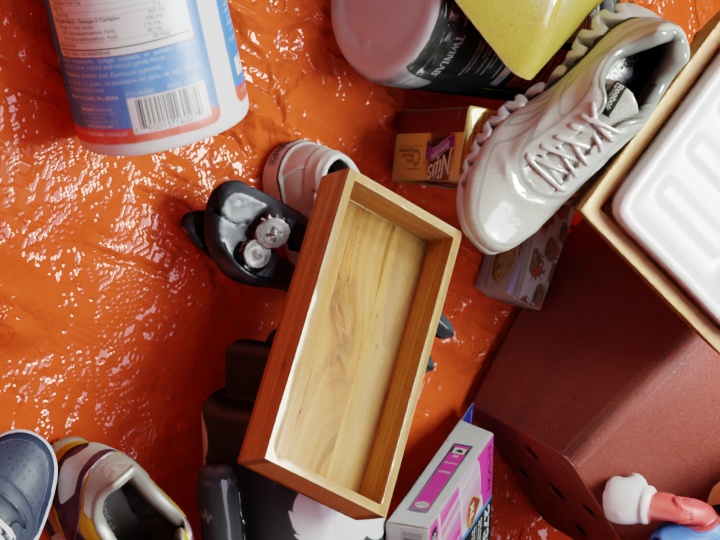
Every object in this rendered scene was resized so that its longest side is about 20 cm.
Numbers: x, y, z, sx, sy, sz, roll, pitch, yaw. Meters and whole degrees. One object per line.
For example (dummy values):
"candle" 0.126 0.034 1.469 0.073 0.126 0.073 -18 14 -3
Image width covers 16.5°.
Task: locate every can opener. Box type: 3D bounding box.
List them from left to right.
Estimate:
"can opener" -0.022 0.002 1.642 0.199 0.079 0.064 27 95 -17

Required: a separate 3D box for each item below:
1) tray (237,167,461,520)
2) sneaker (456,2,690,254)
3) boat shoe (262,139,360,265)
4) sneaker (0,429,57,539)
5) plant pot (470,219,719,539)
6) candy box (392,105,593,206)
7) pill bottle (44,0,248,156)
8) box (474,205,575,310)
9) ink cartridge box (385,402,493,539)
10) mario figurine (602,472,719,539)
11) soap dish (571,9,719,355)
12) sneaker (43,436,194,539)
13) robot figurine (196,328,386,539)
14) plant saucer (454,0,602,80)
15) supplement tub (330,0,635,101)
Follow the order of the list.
"tray" -0.005 0.047 1.587 0.098 0.037 0.201 29 65 -30
"sneaker" 0.139 -0.093 1.633 0.075 0.081 0.200 42 84 -21
"boat shoe" 0.000 0.000 1.707 0.072 0.066 0.201 -35 118 -31
"sneaker" -0.244 0.175 1.491 0.070 0.108 0.200 38 71 -4
"plant pot" 0.204 0.106 1.825 0.176 0.200 0.200 -42 122 -14
"candy box" 0.136 -0.075 1.742 0.199 0.117 0.057 9 89 -24
"pill bottle" -0.141 -0.180 1.528 0.112 0.112 0.201 -24 112 -35
"box" 0.141 -0.071 1.833 0.039 0.041 0.201 27 80 -39
"ink cartridge box" 0.062 0.176 1.740 0.200 0.037 0.095 -51 145 -62
"mario figurine" 0.236 0.191 1.740 0.200 0.106 0.124 -31 143 -5
"soap dish" 0.246 -0.065 1.682 0.157 0.081 0.200 43 74 -20
"sneaker" -0.138 0.197 1.605 0.075 0.090 0.200 -45 123 -26
"robot figurine" -0.042 0.143 1.654 0.150 0.125 0.201 -3 101 -13
"plant saucer" 0.104 -0.255 1.649 0.200 0.048 0.200 50 45 -8
"supplement tub" 0.089 -0.179 1.717 0.199 0.122 0.123 4 95 -41
